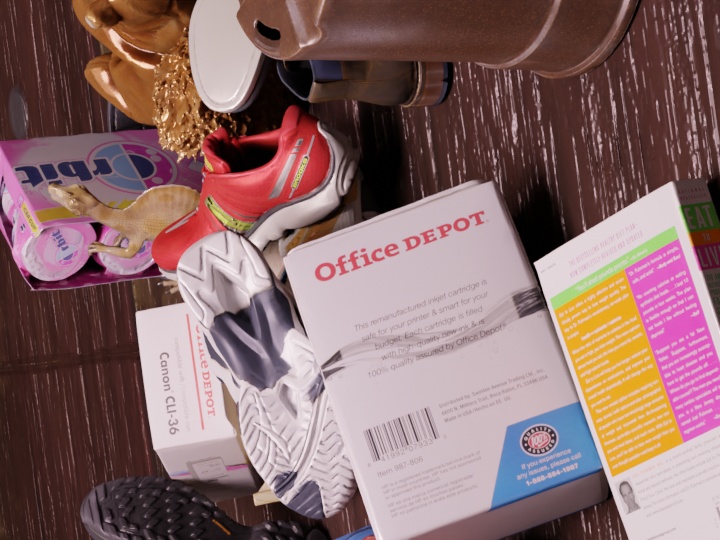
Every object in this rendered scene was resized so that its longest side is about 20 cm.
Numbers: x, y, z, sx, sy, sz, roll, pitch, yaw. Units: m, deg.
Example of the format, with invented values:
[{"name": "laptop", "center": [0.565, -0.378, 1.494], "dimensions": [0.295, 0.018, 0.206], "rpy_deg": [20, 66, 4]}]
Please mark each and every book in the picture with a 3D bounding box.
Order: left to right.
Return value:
[{"name": "book", "center": [0.178, 0.065, 1.271], "dimensions": [0.134, 0.048, 0.201], "rpy_deg": [-36, 66, 57]}]

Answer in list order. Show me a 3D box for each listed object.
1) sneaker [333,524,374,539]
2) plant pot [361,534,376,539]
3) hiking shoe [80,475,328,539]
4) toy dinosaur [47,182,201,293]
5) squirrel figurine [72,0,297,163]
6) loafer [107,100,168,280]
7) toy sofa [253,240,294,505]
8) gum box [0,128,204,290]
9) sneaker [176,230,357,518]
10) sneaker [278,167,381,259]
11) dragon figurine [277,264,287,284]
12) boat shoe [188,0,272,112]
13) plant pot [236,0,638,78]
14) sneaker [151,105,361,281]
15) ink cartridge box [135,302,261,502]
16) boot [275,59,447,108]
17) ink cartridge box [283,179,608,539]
[{"name": "sneaker", "center": [-0.024, 0.218, 1.526], "dimensions": [0.066, 0.199, 0.078], "rpy_deg": [64, 158, 9]}, {"name": "plant pot", "center": [0.062, 0.268, 1.402], "dimensions": [0.195, 0.200, 0.202], "rpy_deg": [-125, 38, -54]}, {"name": "hiking shoe", "center": [-0.126, 0.227, 1.740], "dimensions": [0.101, 0.199, 0.076], "rpy_deg": [113, 174, -47]}, {"name": "toy dinosaur", "center": [-0.133, -0.035, 1.680], "dimensions": [0.101, 0.199, 0.058], "rpy_deg": [104, 157, -53]}, {"name": "squirrel figurine", "center": [-0.131, -0.174, 1.648], "dimensions": [0.200, 0.141, 0.187], "rpy_deg": [49, 174, 21]}, {"name": "loafer", "center": [-0.180, -0.088, 1.891], "dimensions": [0.063, 0.072, 0.201], "rpy_deg": [169, 90, -67]}, {"name": "toy sofa", "center": [-0.047, 0.074, 1.680], "dimensions": [0.083, 0.097, 0.201], "rpy_deg": [115, 145, -84]}, {"name": "gum box", "center": [-0.191, -0.051, 1.774], "dimensions": [0.114, 0.199, 0.066], "rpy_deg": [55, 142, 43]}, {"name": "sneaker", "center": [-0.055, 0.072, 1.509], "dimensions": [0.200, 0.079, 0.130], "rpy_deg": [57, -179, 8]}, {"name": "sneaker", "center": [0.000, 0.000, 1.563], "dimensions": [0.076, 0.088, 0.200], "rpy_deg": [-43, 29, 21]}, {"name": "dragon figurine", "center": [-0.004, 0.074, 1.590], "dimensions": [0.059, 0.099, 0.200], "rpy_deg": [-66, 29, 23]}, {"name": "boat shoe", "center": [-0.072, -0.198, 1.574], "dimensions": [0.072, 0.062, 0.201], "rpy_deg": [-9, 67, 32]}, {"name": "plant pot", "center": [0.034, -0.204, 1.315], "dimensions": [0.200, 0.197, 0.202], "rpy_deg": [25, 119, 57]}, {"name": "sneaker", "center": [-0.086, -0.061, 1.586], "dimensions": [0.200, 0.085, 0.077], "rpy_deg": [-30, 27, 37]}, {"name": "ink cartridge box", "center": [-0.127, 0.097, 1.737], "dimensions": [0.200, 0.067, 0.117], "rpy_deg": [80, 179, -67]}, {"name": "boot", "center": [-0.024, -0.180, 1.537], "dimensions": [0.200, 0.096, 0.075], "rpy_deg": [55, 143, 42]}, {"name": "ink cartridge box", "center": [0.053, 0.065, 1.386], "dimensions": [0.084, 0.144, 0.201], "rpy_deg": [70, -179, -68]}]
